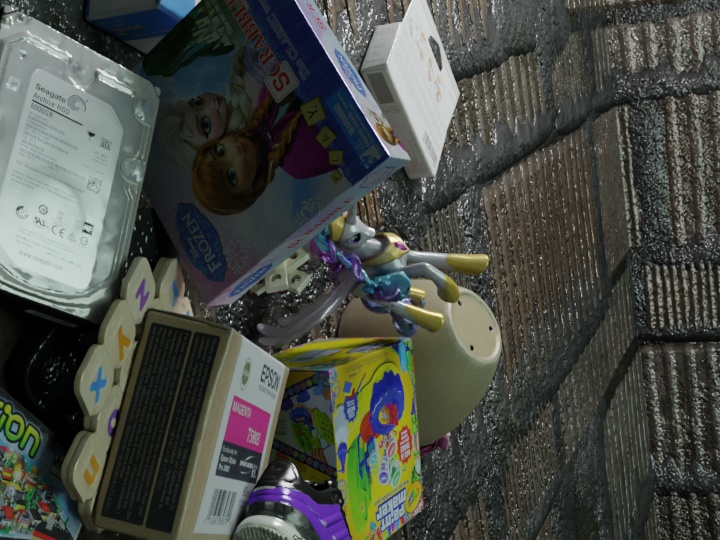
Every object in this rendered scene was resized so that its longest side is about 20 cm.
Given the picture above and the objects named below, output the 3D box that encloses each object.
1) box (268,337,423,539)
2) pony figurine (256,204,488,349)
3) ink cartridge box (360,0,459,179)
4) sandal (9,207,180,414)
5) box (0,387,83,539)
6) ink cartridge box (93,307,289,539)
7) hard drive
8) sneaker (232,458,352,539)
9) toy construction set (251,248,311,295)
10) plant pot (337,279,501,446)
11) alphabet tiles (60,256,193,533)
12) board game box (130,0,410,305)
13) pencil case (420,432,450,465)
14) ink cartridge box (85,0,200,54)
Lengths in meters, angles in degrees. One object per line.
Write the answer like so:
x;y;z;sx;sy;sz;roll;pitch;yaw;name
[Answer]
-0.031;0.180;1.057;0.200;0.121;0.195;-14;100;-64;box
0.000;0.000;1.035;0.199;0.192;0.168;24;56;-29;pony figurine
0.074;-0.259;1.414;0.201;0.044;0.177;62;36;-42;ink cartridge box
-0.210;0.021;0.799;0.201;0.048;0.076;-56;138;-36;sandal
-0.260;0.138;0.684;0.201;0.034;0.111;58;37;-45;box
-0.129;0.136;0.833;0.200;0.074;0.167;55;47;-73;ink cartridge box
-0.224;-0.070;0.734;0.139;0.038;0.202;26;62;-40;hard drive
-0.031;0.238;0.903;0.201;0.069;0.100;55;32;-37;sneaker
-0.099;-0.075;0.917;0.092;0.129;0.202;-63;153;-51;toy construction set
0.089;0.091;1.219;0.199;0.134;0.202;28;46;-34;plant pot
-0.175;0.092;0.786;0.197;0.014;0.201;86;17;-51;alphabet tiles
-0.090;-0.110;0.799;0.201;0.199;0.041;59;25;14;board game box
0.097;0.155;1.358;0.201;0.093;0.092;-61;153;-47;pencil case
-0.145;-0.258;0.914;0.200;0.083;0.147;21;68;-61;ink cartridge box
